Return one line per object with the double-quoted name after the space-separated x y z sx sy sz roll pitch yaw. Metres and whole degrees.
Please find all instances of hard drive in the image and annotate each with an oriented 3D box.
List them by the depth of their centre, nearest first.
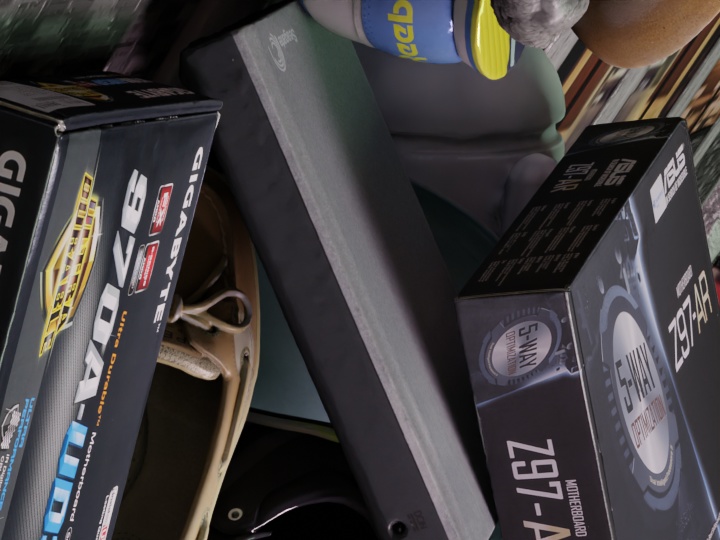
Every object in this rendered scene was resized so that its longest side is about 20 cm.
0.000 0.000 1.058 0.033 0.201 0.140 -22 -173 15 "hard drive"

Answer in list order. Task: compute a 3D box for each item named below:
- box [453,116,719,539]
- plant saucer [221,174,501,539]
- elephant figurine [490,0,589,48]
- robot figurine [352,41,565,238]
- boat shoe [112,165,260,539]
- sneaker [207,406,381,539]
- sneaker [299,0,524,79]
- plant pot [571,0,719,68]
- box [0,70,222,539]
0.096 0.047 1.115 0.200 0.043 0.161 -48 129 -63 "box"
-0.015 0.050 1.166 0.201 0.200 0.027 -57 -176 17 "plant saucer"
0.016 -0.140 0.852 0.200 0.141 0.156 -168 -107 -77 "elephant figurine"
0.028 -0.026 1.224 0.112 0.169 0.201 -8 107 -36 "robot figurine"
-0.077 0.055 1.059 0.063 0.073 0.202 132 -28 -77 "boat shoe"
-0.059 0.090 1.121 0.083 0.199 0.072 -68 159 -67 "sneaker"
0.034 -0.149 1.095 0.200 0.082 0.074 -69 157 -49 "sneaker"
0.116 -0.177 1.115 0.200 0.027 0.201 -50 -149 47 "plant pot"
-0.110 0.039 0.926 0.159 0.046 0.201 -18 124 -75 "box"
